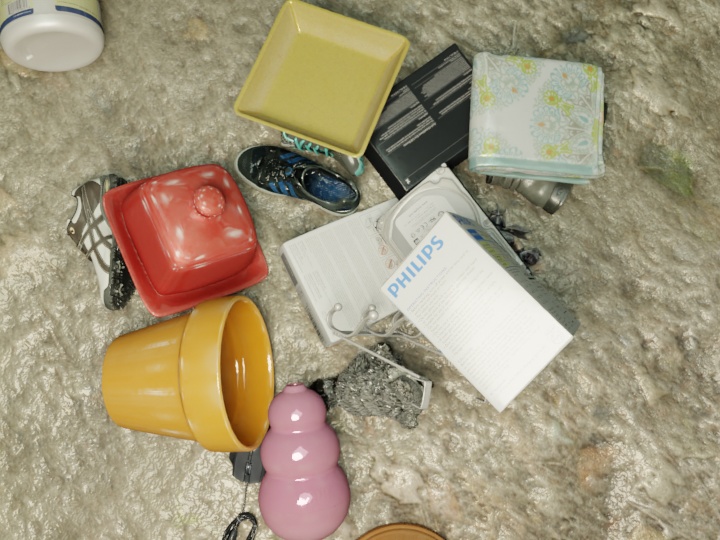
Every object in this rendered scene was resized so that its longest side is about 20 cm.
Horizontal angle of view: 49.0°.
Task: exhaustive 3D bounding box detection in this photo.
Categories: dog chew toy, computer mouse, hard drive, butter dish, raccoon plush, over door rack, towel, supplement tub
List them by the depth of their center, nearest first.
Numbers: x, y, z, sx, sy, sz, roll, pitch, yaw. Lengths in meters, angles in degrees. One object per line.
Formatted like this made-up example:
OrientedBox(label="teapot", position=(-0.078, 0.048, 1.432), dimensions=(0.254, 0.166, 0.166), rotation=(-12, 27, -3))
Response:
OrientedBox(label="over door rack", position=(0.070, 0.096, 1.023), dimensions=(0.200, 0.147, 0.067), rotation=(37, 111, 41))
OrientedBox(label="dog chew toy", position=(-0.078, 0.250, 1.046), dimensions=(0.123, 0.125, 0.203), rotation=(-5, 94, -3))
OrientedBox(label="raccoon plush", position=(0.005, 0.186, 1.064), dimensions=(0.199, 0.134, 0.097), rotation=(-35, 107, 6))
OrientedBox(label="butter dish", position=(-0.224, -0.068, 1.082), dimensions=(0.198, 0.148, 0.201), rotation=(-20, 79, -32))
OrientedBox(label="computer mouse", position=(-0.161, 0.302, 1.092), dimensions=(0.058, 0.034, 0.203), rotation=(8, 79, -2))
OrientedBox(label="hard drive", position=(0.127, -0.031, 1.110), dimensions=(0.139, 0.038, 0.201), rotation=(-39, 75, 12))
OrientedBox(label="towel", position=(0.253, -0.216, 1.129), dimensions=(0.197, 0.048, 0.174), rotation=(5, 79, -6))
OrientedBox(label="supplement tub", position=(-0.461, -0.414, 1.161), dimensions=(0.143, 0.145, 0.203), rotation=(-10, 79, -4))

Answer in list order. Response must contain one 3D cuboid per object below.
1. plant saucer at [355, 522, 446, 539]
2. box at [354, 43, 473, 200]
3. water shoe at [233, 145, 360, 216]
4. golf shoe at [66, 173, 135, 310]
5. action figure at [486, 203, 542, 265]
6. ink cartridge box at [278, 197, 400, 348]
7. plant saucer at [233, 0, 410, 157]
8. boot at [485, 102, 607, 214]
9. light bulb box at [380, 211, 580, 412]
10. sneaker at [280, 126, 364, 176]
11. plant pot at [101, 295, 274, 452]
OrientedBox(label="plant saucer", position=(0.057, 0.449, 1.071), dimensions=(0.197, 0.037, 0.203), rotation=(0, 78, -2))
OrientedBox(label="box", position=(0.102, -0.217, 1.180), dimensions=(0.199, 0.079, 0.142), rotation=(-36, 79, -9))
OrientedBox(label="water shoe", position=(-0.091, -0.143, 1.157), dimensions=(0.198, 0.079, 0.072), rotation=(19, 79, 2))
OrientedBox(label="golf shoe", position=(-0.373, -0.036, 1.136), dimensions=(0.093, 0.078, 0.203), rotation=(-8, 72, 7))
OrientedBox(label="action figure", position=(0.198, -0.001, 1.148), dimensions=(0.128, 0.069, 0.203), rotation=(3, 76, 4))
OrientedBox(label="ink cartridge box", position=(0.000, 0.000, 1.162), dimensions=(0.198, 0.050, 0.164), rotation=(-23, 80, -25))
OrientedBox(label="plant saucer", position=(-0.052, -0.268, 1.129), dimensions=(0.198, 0.049, 0.202), rotation=(21, 75, 9))
OrientedBox(label="boot", position=(0.279, -0.195, 1.187), dimensions=(0.130, 0.068, 0.201), rotation=(30, 81, 3))
OrientedBox(label="light bulb box", position=(0.154, 0.044, 0.971), dimensions=(0.200, 0.198, 0.125), rotation=(45, 103, 13))
OrientedBox(label="sneaker", position=(-0.074, -0.204, 1.178), dimensions=(0.091, 0.078, 0.200), rotation=(-39, 74, -5))
OrientedBox(label="plant pot", position=(-0.233, 0.142, 1.051), dimensions=(0.181, 0.200, 0.203), rotation=(-6, 79, 12))
